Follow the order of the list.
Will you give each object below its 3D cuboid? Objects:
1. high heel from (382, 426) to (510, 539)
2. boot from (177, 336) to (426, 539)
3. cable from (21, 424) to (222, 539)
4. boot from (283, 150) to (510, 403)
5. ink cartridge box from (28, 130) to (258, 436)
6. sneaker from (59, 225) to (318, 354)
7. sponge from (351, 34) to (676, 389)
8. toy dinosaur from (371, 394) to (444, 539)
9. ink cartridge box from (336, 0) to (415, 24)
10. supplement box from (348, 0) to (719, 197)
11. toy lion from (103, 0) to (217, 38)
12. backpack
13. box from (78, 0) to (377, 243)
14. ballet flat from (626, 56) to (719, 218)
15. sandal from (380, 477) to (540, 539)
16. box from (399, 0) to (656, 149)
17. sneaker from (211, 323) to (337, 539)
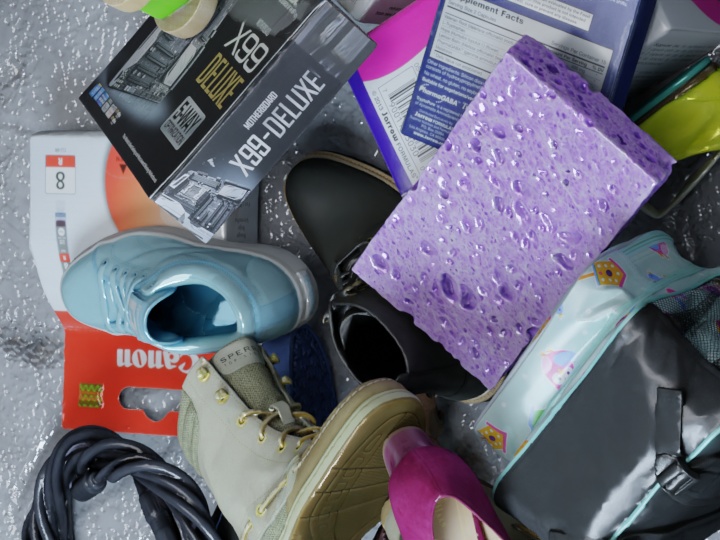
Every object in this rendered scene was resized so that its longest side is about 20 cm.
[{"bbox_3d":[0.069,0.183,1.606,0.067,0.096,0.200,-33,110,0],"label":"high heel"},{"bbox_3d":[-0.042,0.095,1.706,0.155,0.072,0.200,61,141,33],"label":"boot"},{"bbox_3d":[-0.162,0.181,1.882,0.200,0.051,0.164,21,122,44],"label":"cable"},{"bbox_3d":[0.000,0.000,1.759,0.200,0.138,0.078,44,112,23],"label":"boot"},{"bbox_3d":[-0.146,0.009,1.899,0.161,0.050,0.201,2,89,31],"label":"ink cartridge box"},{"bbox_3d":[-0.127,0.015,1.822,0.199,0.082,0.074,-2,103,38],"label":"sneaker"},{"bbox_3d":[0.084,-0.030,1.636,0.111,0.030,0.200,42,133,6],"label":"sponge"},{"bbox_3d":[0.029,0.170,1.742,0.085,0.200,0.136,-19,122,6],"label":"toy dinosaur"},{"bbox_3d":[0.030,-0.271,1.764,0.146,0.084,0.200,46,113,22],"label":"ink cartridge box"},{"bbox_3d":[0.104,-0.134,1.714,0.200,0.103,0.102,-31,76,29],"label":"supplement box"},{"bbox_3d":[-0.078,-0.267,1.749,0.200,0.068,0.193,-31,54,35],"label":"toy lion"},{"bbox_3d":[0.175,0.071,1.621,0.153,0.199,0.176,48,126,25],"label":"backpack"},{"bbox_3d":[-0.085,-0.121,1.771,0.158,0.050,0.200,-49,27,5],"label":"box"},{"bbox_3d":[0.147,-0.052,1.717,0.200,0.067,0.067,-31,97,26],"label":"ballet flat"},{"bbox_3d":[0.102,0.173,1.684,0.080,0.199,0.054,-56,29,23],"label":"sandal"},{"bbox_3d":[0.105,-0.151,1.631,0.121,0.032,0.201,24,110,23],"label":"box"},{"bbox_3d":[-0.058,0.135,1.838,0.078,0.070,0.201,-4,90,26],"label":"sneaker"}]
